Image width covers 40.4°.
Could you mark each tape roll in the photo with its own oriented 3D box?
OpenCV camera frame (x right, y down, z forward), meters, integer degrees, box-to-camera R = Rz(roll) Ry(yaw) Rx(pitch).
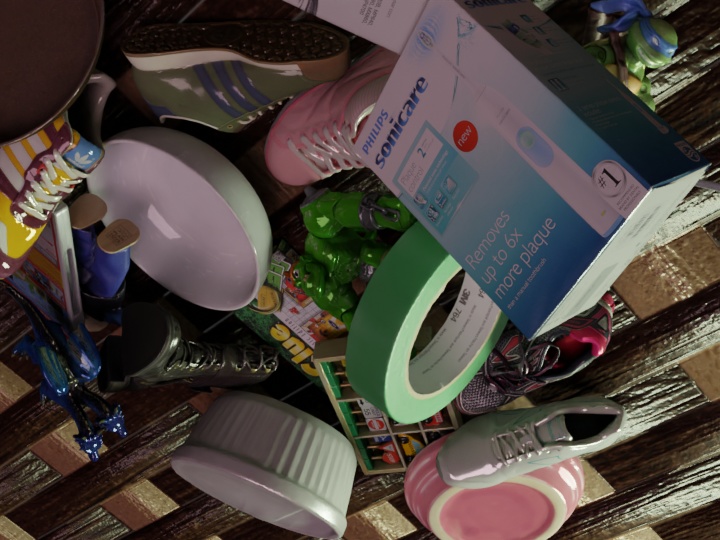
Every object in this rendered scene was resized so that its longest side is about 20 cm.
[{"bbox_3d":[0.070,0.039,0.871,0.048,0.200,0.201,32,134,30],"label":"tape roll"}]

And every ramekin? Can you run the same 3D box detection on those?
[{"bbox_3d":[-0.096,0.209,1.063,0.202,0.095,0.203,20,156,9],"label":"ramekin"}]

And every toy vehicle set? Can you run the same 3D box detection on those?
[{"bbox_3d":[0.038,0.143,1.040,0.124,0.027,0.200,-9,131,14],"label":"toy vehicle set"}]

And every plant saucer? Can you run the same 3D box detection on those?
[{"bbox_3d":[0.148,0.250,1.076,0.199,0.051,0.201,0,132,0],"label":"plant saucer"},{"bbox_3d":[-0.298,-0.191,0.825,0.199,0.201,0.034,-2,165,15],"label":"plant saucer"}]

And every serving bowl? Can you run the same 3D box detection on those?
[{"bbox_3d":[-0.159,-0.057,0.922,0.199,0.066,0.201,23,141,20],"label":"serving bowl"}]

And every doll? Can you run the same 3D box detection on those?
[{"bbox_3d":[-0.267,0.010,0.995,0.136,0.049,0.200,37,145,4],"label":"doll"}]

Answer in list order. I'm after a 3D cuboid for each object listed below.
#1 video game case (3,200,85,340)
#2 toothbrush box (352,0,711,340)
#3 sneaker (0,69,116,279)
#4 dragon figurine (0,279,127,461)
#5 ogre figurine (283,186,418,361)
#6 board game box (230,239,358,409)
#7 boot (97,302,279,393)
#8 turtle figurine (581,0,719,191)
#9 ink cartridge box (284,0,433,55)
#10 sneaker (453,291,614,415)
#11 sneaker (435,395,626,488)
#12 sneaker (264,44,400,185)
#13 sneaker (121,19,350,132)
[{"bbox_3d":[-0.332,-0.026,0.975,0.143,0.017,0.200,36,142,22],"label":"video game case"},{"bbox_3d":[0.108,-0.080,0.673,0.200,0.085,0.147,50,133,21],"label":"toothbrush box"},{"bbox_3d":[-0.273,-0.088,0.841,0.090,0.201,0.075,8,170,25],"label":"sneaker"},{"bbox_3d":[-0.292,0.087,0.954,0.099,0.059,0.201,1,114,52],"label":"dragon figurine"},{"bbox_3d":[0.000,0.000,0.903,0.120,0.098,0.200,25,159,28],"label":"ogre figurine"},{"bbox_3d":[-0.045,0.063,1.028,0.200,0.024,0.105,42,127,-18],"label":"board game box"},{"bbox_3d":[-0.162,0.084,0.992,0.173,0.070,0.200,5,160,-29],"label":"boot"},{"bbox_3d":[0.176,-0.092,0.766,0.194,0.144,0.201,-33,83,46],"label":"turtle figurine"},{"bbox_3d":[-0.025,-0.256,0.707,0.199,0.145,0.084,23,130,-3],"label":"ink cartridge box"},{"bbox_3d":[0.160,0.086,0.960,0.080,0.075,0.200,36,127,-14],"label":"sneaker"},{"bbox_3d":[0.170,0.164,0.976,0.199,0.071,0.080,-18,167,-2],"label":"sneaker"},{"bbox_3d":[-0.014,-0.116,0.832,0.200,0.105,0.075,-32,124,31],"label":"sneaker"},{"bbox_3d":[-0.102,-0.163,0.852,0.199,0.067,0.090,3,135,11],"label":"sneaker"}]
